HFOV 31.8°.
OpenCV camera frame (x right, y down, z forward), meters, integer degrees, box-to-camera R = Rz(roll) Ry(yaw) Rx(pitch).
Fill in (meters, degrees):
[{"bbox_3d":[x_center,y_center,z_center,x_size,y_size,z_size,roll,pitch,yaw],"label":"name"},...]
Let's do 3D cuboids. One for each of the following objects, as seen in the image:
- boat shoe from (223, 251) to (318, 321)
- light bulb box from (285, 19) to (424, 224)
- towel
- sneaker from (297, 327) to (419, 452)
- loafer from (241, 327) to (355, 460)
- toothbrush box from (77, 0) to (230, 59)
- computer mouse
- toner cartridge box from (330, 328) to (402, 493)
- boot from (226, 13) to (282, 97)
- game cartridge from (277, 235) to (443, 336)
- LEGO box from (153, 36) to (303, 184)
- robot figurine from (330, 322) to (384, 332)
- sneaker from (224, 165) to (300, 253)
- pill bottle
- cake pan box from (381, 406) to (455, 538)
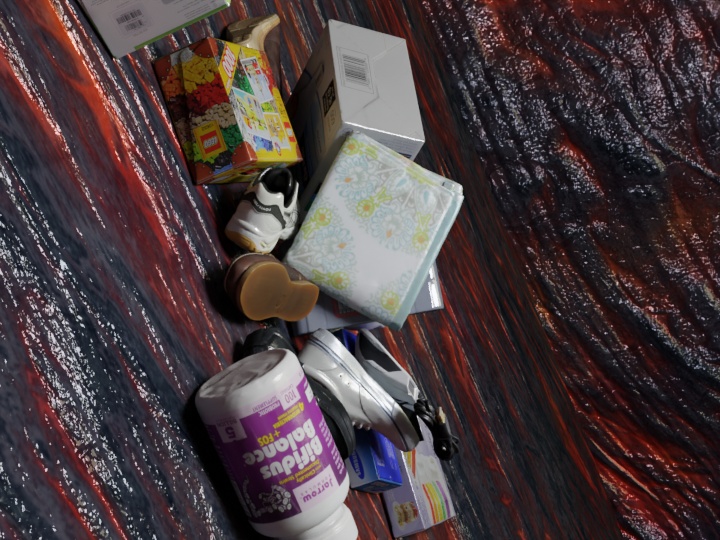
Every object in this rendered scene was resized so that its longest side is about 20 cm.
[{"bbox_3d":[-0.114,0.016,1.442,0.070,0.071,0.200,34,0,19],"label":"boat shoe"},{"bbox_3d":[-0.018,-0.189,1.713,0.123,0.201,0.200,11,48,-22],"label":"light bulb box"},{"bbox_3d":[0.018,-0.052,1.559,0.169,0.202,0.048,28,-10,-4],"label":"towel"},{"bbox_3d":[-0.010,0.162,1.559,0.200,0.071,0.073,47,-13,-15],"label":"sneaker"},{"bbox_3d":[-0.071,0.152,1.415,0.201,0.067,0.071,55,29,-31],"label":"loafer"},{"bbox_3d":[-0.211,-0.335,1.368,0.087,0.144,0.201,58,19,-34],"label":"toothbrush box"},{"bbox_3d":[0.046,0.152,1.599,0.200,0.044,0.110,45,-9,38],"label":"computer mouse"},{"bbox_3d":[-0.002,0.184,1.649,0.095,0.043,0.203,32,41,-64],"label":"toner cartridge box"},{"bbox_3d":[-0.134,-0.251,1.724,0.201,0.071,0.169,-79,157,-64],"label":"boot"},{"bbox_3d":[0.000,0.000,1.591,0.041,0.197,0.135,140,-61,-75],"label":"game cartridge"},{"bbox_3d":[-0.154,-0.187,1.512,0.200,0.076,0.151,-20,90,-75],"label":"LEGO box"},{"bbox_3d":[-0.015,0.007,1.688,0.200,0.112,0.172,49,59,-54],"label":"robot figurine"},{"bbox_3d":[-0.099,-0.085,1.518,0.075,0.088,0.200,28,19,-3],"label":"sneaker"},{"bbox_3d":[-0.077,0.190,1.253,0.112,0.111,0.202,-61,129,-70],"label":"pill bottle"},{"bbox_3d":[0.064,0.262,1.770,0.184,0.052,0.203,23,49,-72],"label":"cake pan box"}]
